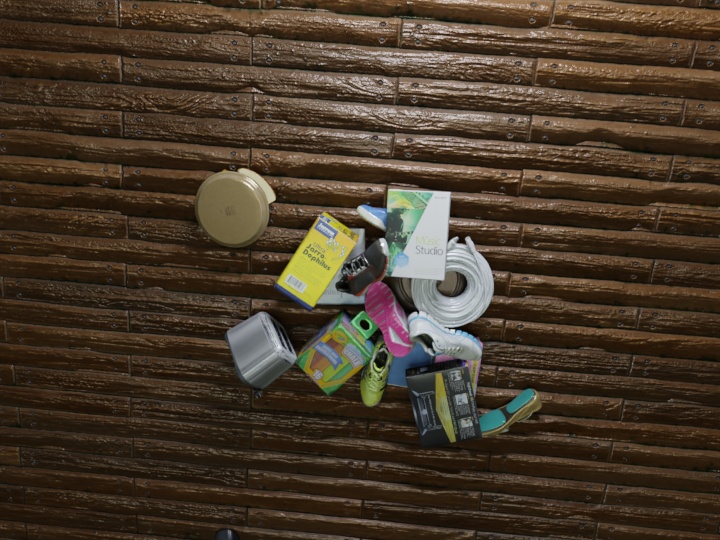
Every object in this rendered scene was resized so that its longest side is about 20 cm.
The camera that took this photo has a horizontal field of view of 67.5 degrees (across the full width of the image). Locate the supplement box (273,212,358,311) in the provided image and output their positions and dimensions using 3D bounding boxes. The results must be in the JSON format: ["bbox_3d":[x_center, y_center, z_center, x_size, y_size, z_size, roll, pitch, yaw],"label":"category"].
[{"bbox_3d":[-0.103,-0.023,1.292,0.109,0.109,0.201,33,103,-5],"label":"supplement box"}]

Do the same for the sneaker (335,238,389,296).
[{"bbox_3d":[0.000,0.000,1.263,0.081,0.078,0.200,2,142,-29],"label":"sneaker"}]

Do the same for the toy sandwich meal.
[{"bbox_3d":[-0.305,-0.157,1.315,0.203,0.070,0.207,1,108,5],"label":"toy sandwich meal"}]

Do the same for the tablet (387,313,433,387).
[{"bbox_3d":[0.125,0.210,1.400,0.129,0.014,0.202,7,103,8],"label":"tablet"}]

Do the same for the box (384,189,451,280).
[{"bbox_3d":[0.129,-0.082,1.235,0.143,0.036,0.202,4,98,12],"label":"box"}]

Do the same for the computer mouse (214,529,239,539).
[{"bbox_3d":[-0.343,0.842,1.564,0.139,0.046,0.202,-13,102,7],"label":"computer mouse"}]

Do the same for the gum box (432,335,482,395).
[{"bbox_3d":[0.241,0.258,1.383,0.112,0.066,0.202,6,104,3],"label":"gum box"}]

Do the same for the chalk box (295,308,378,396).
[{"bbox_3d":[-0.044,0.189,1.352,0.200,0.124,0.124,-43,98,12],"label":"chalk box"}]

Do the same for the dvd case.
[{"bbox_3d":[-0.058,-0.010,1.359,0.141,0.018,0.202,0,104,2],"label":"dvd case"}]

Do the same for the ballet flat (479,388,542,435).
[{"bbox_3d":[0.389,0.387,1.410,0.199,0.069,0.063,-35,113,11],"label":"ballet flat"}]

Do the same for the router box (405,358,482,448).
[{"bbox_3d":[0.207,0.331,1.341,0.156,0.052,0.202,-11,103,7],"label":"router box"}]

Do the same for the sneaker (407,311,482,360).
[{"bbox_3d":[0.196,0.179,1.277,0.199,0.087,0.075,24,128,-6],"label":"sneaker"}]

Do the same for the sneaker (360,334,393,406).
[{"bbox_3d":[0.037,0.261,1.382,0.075,0.076,0.202,16,106,12],"label":"sneaker"}]

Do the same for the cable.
[{"bbox_3d":[0.219,0.034,1.300,0.199,0.069,0.201,-33,100,11],"label":"cable"}]

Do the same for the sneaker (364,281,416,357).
[{"bbox_3d":[0.077,0.123,1.344,0.081,0.088,0.201,-28,70,15],"label":"sneaker"}]

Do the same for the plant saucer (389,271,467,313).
[{"bbox_3d":[0.172,0.018,1.349,0.198,0.032,0.202,1,105,2],"label":"plant saucer"}]

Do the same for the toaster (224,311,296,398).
[{"bbox_3d":[-0.245,0.200,1.340,0.129,0.201,0.114,-36,141,5],"label":"toaster"}]

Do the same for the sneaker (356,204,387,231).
[{"bbox_3d":[0.097,-0.138,1.294,0.199,0.077,0.112,27,92,8],"label":"sneaker"}]
